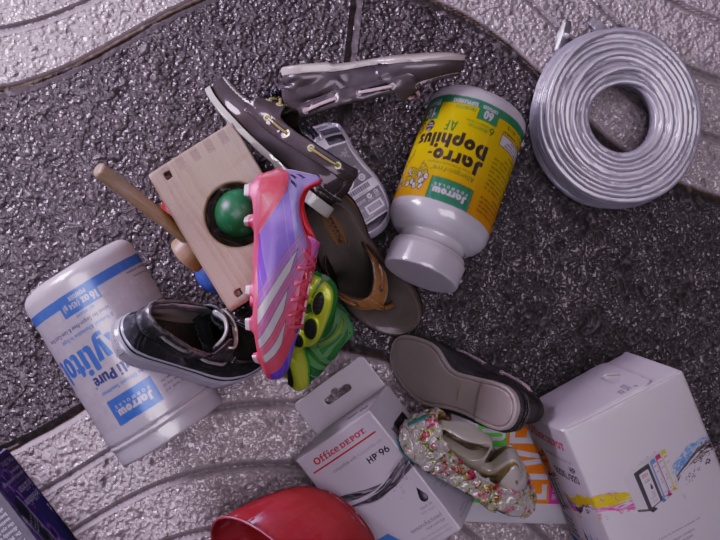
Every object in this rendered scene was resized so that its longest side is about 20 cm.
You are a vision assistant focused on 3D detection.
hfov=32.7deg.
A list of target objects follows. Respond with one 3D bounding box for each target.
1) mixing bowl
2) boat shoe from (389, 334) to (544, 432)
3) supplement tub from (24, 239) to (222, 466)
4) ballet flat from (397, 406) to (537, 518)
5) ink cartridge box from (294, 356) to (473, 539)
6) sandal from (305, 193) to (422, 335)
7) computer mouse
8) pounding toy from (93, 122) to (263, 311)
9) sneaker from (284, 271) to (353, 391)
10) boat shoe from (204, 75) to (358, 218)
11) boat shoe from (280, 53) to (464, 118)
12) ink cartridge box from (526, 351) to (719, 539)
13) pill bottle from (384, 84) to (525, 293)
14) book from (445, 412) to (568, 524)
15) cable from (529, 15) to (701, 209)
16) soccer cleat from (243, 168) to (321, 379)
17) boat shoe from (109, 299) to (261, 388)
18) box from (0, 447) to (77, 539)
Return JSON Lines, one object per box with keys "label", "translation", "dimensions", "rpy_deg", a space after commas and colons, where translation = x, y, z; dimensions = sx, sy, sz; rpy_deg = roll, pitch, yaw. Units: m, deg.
{"label": "mixing bowl", "translation": [-0.051, 0.302, 1.284], "dimensions": [0.108, 0.200, 0.201], "rpy_deg": [-39, 94, -32]}
{"label": "boat shoe", "translation": [0.111, 0.123, 1.314], "dimensions": [0.056, 0.199, 0.068], "rpy_deg": [9, 101, -43]}
{"label": "supplement tub", "translation": [-0.246, 0.084, 1.277], "dimensions": [0.131, 0.132, 0.202], "rpy_deg": [-32, 92, -6]}
{"label": "ballet flat", "translation": [0.126, 0.202, 1.281], "dimensions": [0.198, 0.076, 0.064], "rpy_deg": [29, 124, -29]}
{"label": "ink cartridge box", "translation": [0.014, 0.208, 1.314], "dimensions": [0.116, 0.068, 0.201], "rpy_deg": [-36, 94, 27]}
{"label": "sandal", "translation": [0.000, 0.000, 1.314], "dimensions": [0.081, 0.055, 0.202], "rpy_deg": [-21, 121, 15]}
{"label": "computer mouse", "translation": [-0.039, -0.120, 1.351], "dimensions": [0.109, 0.044, 0.202], "rpy_deg": [-30, 87, -11]}
{"label": "pounding toy", "translation": [-0.157, -0.053, 1.255], "dimensions": [0.141, 0.200, 0.186], "rpy_deg": [-32, 93, -6]}
{"label": "sneaker", "translation": [-0.050, 0.051, 1.280], "dimensions": [0.083, 0.201, 0.074], "rpy_deg": [-38, 73, -25]}
{"label": "boat shoe", "translation": [-0.082, -0.140, 1.270], "dimensions": [0.061, 0.072, 0.201], "rpy_deg": [-47, 68, 7]}
{"label": "boat shoe", "translation": [0.014, -0.196, 1.303], "dimensions": [0.196, 0.067, 0.058], "rpy_deg": [-4, 101, 4]}
{"label": "ink cartridge box", "translation": [0.285, 0.213, 1.296], "dimensions": [0.143, 0.147, 0.203], "rpy_deg": [-25, 97, -8]}
{"label": "pill bottle", "translation": [0.096, -0.085, 1.311], "dimensions": [0.111, 0.113, 0.203], "rpy_deg": [23, 74, -6]}
{"label": "book", "translation": [0.189, 0.214, 1.374], "dimensions": [0.196, 0.048, 0.136], "rpy_deg": [2, 92, -9]}
{"label": "cable", "translation": [0.288, -0.170, 1.375], "dimensions": [0.197, 0.069, 0.203], "rpy_deg": [23, 86, -6]}
{"label": "soccer cleat", "translation": [-0.071, 0.005, 1.171], "dimensions": [0.075, 0.067, 0.204], "rpy_deg": [-2, 97, 4]}
{"label": "boat shoe", "translation": [-0.154, 0.071, 1.226], "dimensions": [0.070, 0.198, 0.073], "rpy_deg": [-30, 67, 33]}
{"label": "box", "translation": [-0.354, 0.298, 1.253], "dimensions": [0.104, 0.148, 0.201], "rpy_deg": [-38, 95, -6]}
